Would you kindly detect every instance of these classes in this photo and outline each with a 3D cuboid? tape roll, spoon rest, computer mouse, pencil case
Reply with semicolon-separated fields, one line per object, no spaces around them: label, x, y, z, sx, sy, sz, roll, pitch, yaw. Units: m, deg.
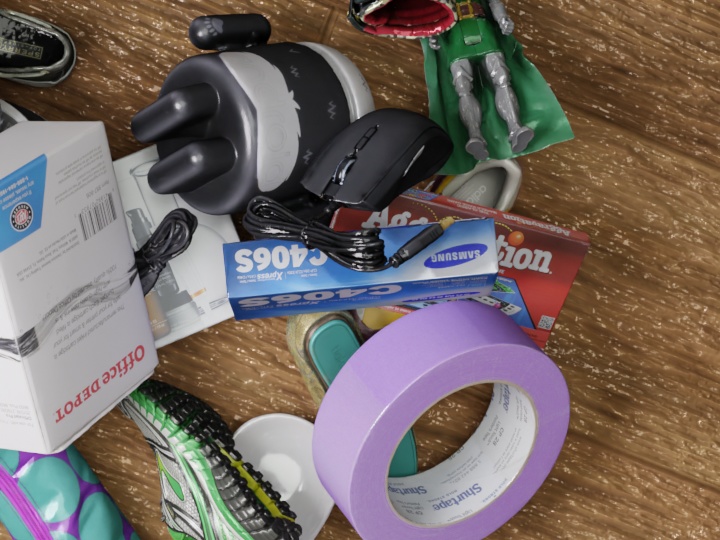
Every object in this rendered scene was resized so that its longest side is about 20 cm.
tape roll;0.064;0.125;1.428;0.198;0.066;0.202;-18;130;-23
spoon rest;-0.074;0.216;1.477;0.098;0.061;0.202;9;90;-5
computer mouse;0.021;-0.068;1.335;0.199;0.140;0.046;-34;133;-40
pencil case;-0.243;0.182;1.426;0.085;0.093;0.201;-29;104;17
computer mouse;-0.223;-0.063;1.409;0.200;0.044;0.110;43;121;2

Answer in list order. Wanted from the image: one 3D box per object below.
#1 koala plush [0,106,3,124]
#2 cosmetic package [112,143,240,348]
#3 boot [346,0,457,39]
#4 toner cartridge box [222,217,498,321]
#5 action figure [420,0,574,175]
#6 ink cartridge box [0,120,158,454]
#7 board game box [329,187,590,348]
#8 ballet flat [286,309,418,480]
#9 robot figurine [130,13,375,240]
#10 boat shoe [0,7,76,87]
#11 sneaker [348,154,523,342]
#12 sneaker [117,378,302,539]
koala plush;-0.382;-0.106;1.323;0.199;0.182;0.179;-32;124;-46
cosmetic package;-0.195;-0.005;1.467;0.198;0.052;0.152;-23;90;-6
boot;-0.013;-0.267;1.443;0.201;0.074;0.155;7;58;-10
toner cartridge box;0.000;0.000;1.363;0.197;0.095;0.044;-6;80;-1
action figure;0.088;-0.181;1.467;0.117;0.055;0.202;-12;63;-4
ink cartridge box;-0.235;0.010;1.331;0.083;0.144;0.202;3;115;31
board game box;0.069;-0.006;1.434;0.198;0.020;0.104;14;119;-13
ballet flat;-0.007;0.102;1.475;0.070;0.071;0.201;-28;122;-6
robot figurine;-0.080;-0.110;1.416;0.199;0.124;0.152;-15;123;-44
boat shoe;-0.322;-0.188;1.442;0.198;0.064;0.072;7;90;-6
sneaker;0.052;-0.020;1.475;0.075;0.090;0.201;39;86;-6
sneaker;-0.137;0.162;1.439;0.085;0.078;0.200;-47;64;15
